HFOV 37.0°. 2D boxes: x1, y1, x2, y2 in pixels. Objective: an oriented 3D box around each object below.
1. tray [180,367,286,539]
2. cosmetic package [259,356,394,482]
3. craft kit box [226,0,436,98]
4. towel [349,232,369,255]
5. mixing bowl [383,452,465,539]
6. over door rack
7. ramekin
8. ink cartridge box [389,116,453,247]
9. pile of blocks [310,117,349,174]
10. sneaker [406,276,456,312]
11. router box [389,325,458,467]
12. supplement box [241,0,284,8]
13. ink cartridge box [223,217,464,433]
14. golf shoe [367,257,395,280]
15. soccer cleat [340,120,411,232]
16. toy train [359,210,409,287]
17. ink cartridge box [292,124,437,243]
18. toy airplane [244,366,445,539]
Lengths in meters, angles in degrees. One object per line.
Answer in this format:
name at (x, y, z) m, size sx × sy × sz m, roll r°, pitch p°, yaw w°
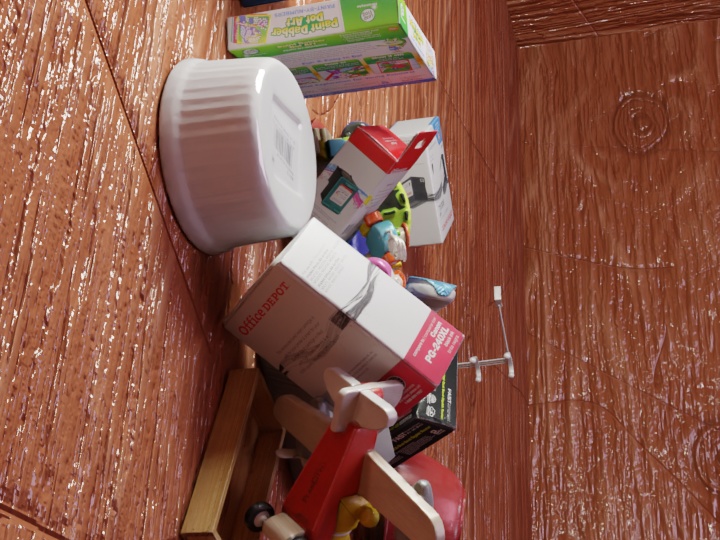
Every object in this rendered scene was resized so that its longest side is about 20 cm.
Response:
tray at (-0.123, 0.205, 1.069) m, size 0.200 × 0.037 × 0.099 m, roll -77°, pitch 156°, yaw -46°
cosmetic package at (-0.036, 0.155, 1.244) m, size 0.107 × 0.090 × 0.200 m, roll -33°, pitch 123°, yaw -42°
craft kit box at (-0.028, -0.258, 1.261) m, size 0.198 × 0.200 × 0.049 m, roll 20°, pitch 65°, yaw -74°
towel at (0.000, 0.000, 1.566) m, size 0.200 × 0.049 × 0.148 m, roll 63°, pitch 19°, yaw -52°
mixing bowl at (0.092, 0.356, 1.551) m, size 0.200 × 0.108 × 0.200 m, roll 9°, pitch 90°, yaw -86°
over door rack at (0.214, 0.138, 2.090) m, size 0.067 × 0.148 × 0.200 m, roll -80°, pitch 159°, yaw -59°
ramekin at (-0.116, -0.120, 1.087) m, size 0.200 × 0.098 × 0.201 m, roll -6°, pitch 90°, yaw -75°
ink cartridge box at (0.104, -0.158, 1.907) m, size 0.145 × 0.084 × 0.200 m, roll -57°, pitch 139°, yaw -67°
pile of blocks at (-0.036, -0.167, 1.417) m, size 0.200 × 0.082 × 0.062 m, roll 16°, pitch 63°, yaw -75°
sneaker at (0.086, 0.059, 1.639) m, size 0.200 × 0.076 × 0.081 m, roll 150°, pitch -49°, yaw -66°
router box at (0.057, 0.173, 1.461) m, size 0.200 × 0.062 × 0.150 m, roll -44°, pitch -147°, yaw 51°
supplement box at (-0.077, -0.443, 1.266) m, size 0.200 × 0.134 × 0.200 m, roll -72°, pitch 152°, yaw -56°
ink cartridge box at (-0.020, 0.061, 1.095) m, size 0.200 × 0.145 × 0.083 m, roll 39°, pitch 49°, yaw -5°
golf shoe at (0.015, 0.070, 1.308) m, size 0.092 × 0.075 × 0.200 m, roll -50°, pitch 148°, yaw -61°
soccer cleat at (0.027, -0.128, 1.601) m, size 0.084 × 0.065 × 0.200 m, roll -92°, pitch 160°, yaw -86°
toy train at (0.055, 0.019, 1.352) m, size 0.150 × 0.056 × 0.200 m, roll 45°, pitch -32°, yaw 51°
ink cartridge box at (0.001, -0.114, 1.328) m, size 0.067 × 0.200 × 0.116 m, roll 41°, pitch 16°, yaw 6°
toy airplane at (-0.007, 0.194, 1.046) m, size 0.141 × 0.199 × 0.200 m, roll 24°, pitch 50°, yaw -44°
